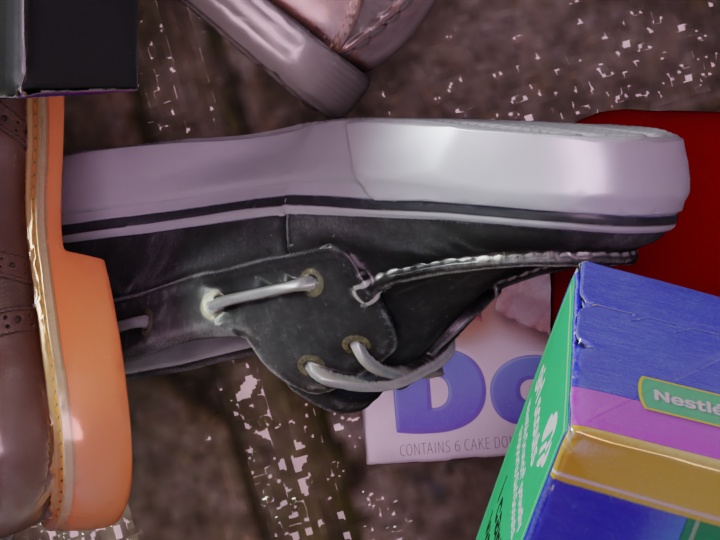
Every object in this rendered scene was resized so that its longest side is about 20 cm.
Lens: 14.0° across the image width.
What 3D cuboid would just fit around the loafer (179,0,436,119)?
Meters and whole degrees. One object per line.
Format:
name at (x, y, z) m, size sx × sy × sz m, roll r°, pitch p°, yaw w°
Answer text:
loafer at (-0.062, -0.125, 0.762) m, size 0.200 × 0.072 × 0.063 m, roll 42°, pitch 93°, yaw -2°

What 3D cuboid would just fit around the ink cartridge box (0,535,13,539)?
ink cartridge box at (-0.207, 0.111, 0.769) m, size 0.144 × 0.084 × 0.200 m, roll 35°, pitch 92°, yaw -1°

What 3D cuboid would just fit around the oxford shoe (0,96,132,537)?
oxford shoe at (-0.112, -0.028, 0.740) m, size 0.073 × 0.071 × 0.200 m, roll -7°, pitch 66°, yaw -20°

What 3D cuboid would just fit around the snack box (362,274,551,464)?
snack box at (0.098, 0.008, 0.787) m, size 0.200 × 0.024 × 0.072 m, roll -5°, pitch 93°, yaw 1°

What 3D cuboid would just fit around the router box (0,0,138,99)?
router box at (-0.125, -0.141, 0.694) m, size 0.149 × 0.051 × 0.200 m, roll 2°, pitch 94°, yaw 30°

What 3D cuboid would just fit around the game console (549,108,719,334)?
game console at (0.145, 0.061, 0.743) m, size 0.200 × 0.119 × 0.173 m, roll 2°, pitch 56°, yaw 1°

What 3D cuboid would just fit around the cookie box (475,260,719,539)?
cookie box at (0.098, 0.116, 0.671) m, size 0.171 × 0.075 × 0.200 m, roll 14°, pitch 119°, yaw -5°

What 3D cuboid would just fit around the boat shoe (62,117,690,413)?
boat shoe at (0.000, 0.000, 0.730) m, size 0.200 × 0.072 × 0.071 m, roll -4°, pitch 86°, yaw 45°
